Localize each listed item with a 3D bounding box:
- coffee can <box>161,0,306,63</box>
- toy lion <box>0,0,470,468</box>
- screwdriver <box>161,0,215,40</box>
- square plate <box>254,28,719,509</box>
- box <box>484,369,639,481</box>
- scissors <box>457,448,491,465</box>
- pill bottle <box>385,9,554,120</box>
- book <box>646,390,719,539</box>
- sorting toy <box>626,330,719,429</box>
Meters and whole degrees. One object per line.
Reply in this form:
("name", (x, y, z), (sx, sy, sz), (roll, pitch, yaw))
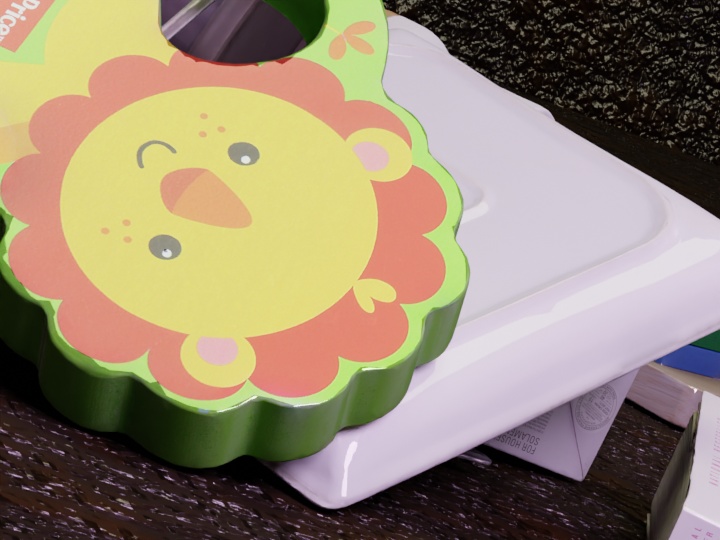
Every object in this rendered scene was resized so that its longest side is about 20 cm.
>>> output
("coffee can", (-0.114, -0.151, 1.220), (0.200, 0.147, 0.146), (37, 10, 8))
("toy lion", (-0.051, -0.037, 0.885), (0.191, 0.069, 0.200), (23, 49, 8))
("screwdriver", (-0.085, -0.062, 0.952), (0.029, 0.200, 0.028), (43, -30, -5))
("square plate", (0.003, -0.016, 0.952), (0.199, 0.029, 0.198), (-22, 42, -35))
("box", (0.000, 0.000, 1.088), (0.116, 0.060, 0.200), (23, 6, -39))
("scissors", (-0.052, 0.031, 0.953), (0.199, 0.014, 0.073), (23, 6, 2))
("pill bottle", (-0.018, -0.068, 1.343), (0.199, 0.115, 0.114), (25, 8, 22))
("book", (0.190, 0.113, 0.951), (0.199, 0.048, 0.134), (24, 12, 3))
("sorting toy", (0.153, 0.018, 1.394), (0.198, 0.070, 0.200), (14, 10, -45))
